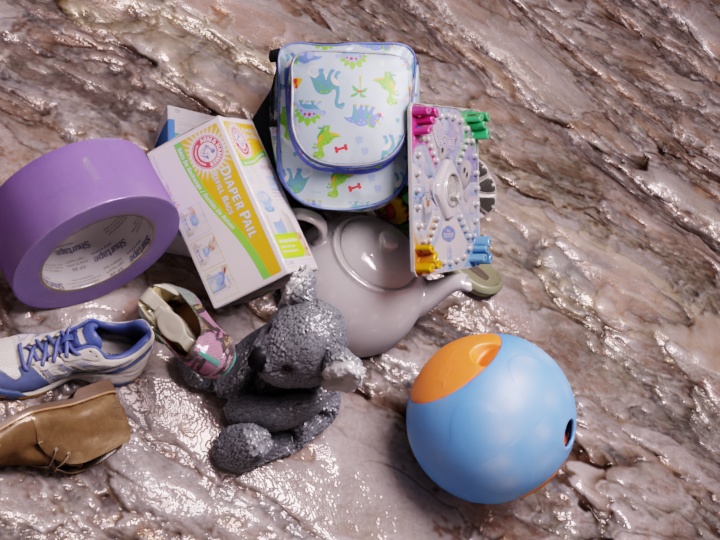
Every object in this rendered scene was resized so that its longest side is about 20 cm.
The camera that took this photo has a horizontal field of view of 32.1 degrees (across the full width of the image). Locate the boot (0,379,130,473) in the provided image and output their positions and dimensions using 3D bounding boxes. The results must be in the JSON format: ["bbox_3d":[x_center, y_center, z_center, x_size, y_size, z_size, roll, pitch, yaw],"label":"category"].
[{"bbox_3d":[-0.322,0.178,1.285,0.200,0.074,0.076,-20,77,-43],"label":"boot"}]

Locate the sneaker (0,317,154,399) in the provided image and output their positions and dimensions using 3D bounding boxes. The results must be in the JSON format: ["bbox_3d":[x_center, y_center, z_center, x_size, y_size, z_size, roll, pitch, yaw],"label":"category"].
[{"bbox_3d":[-0.319,0.082,1.348,0.200,0.088,0.075,-7,60,-33],"label":"sneaker"}]

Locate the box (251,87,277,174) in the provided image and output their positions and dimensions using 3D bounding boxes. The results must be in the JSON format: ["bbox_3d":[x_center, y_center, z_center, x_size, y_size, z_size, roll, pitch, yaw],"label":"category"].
[{"bbox_3d":[-0.064,-0.186,1.669,0.148,0.104,0.200,32,22,-6],"label":"box"}]

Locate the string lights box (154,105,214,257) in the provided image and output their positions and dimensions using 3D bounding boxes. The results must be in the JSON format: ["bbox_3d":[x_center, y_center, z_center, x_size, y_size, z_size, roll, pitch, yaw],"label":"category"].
[{"bbox_3d":[-0.206,-0.111,1.597,0.103,0.059,0.200,12,49,-23],"label":"string lights box"}]

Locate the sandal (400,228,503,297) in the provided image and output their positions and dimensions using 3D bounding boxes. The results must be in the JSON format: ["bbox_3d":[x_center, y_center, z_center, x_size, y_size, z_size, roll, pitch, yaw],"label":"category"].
[{"bbox_3d":[0.120,-0.042,1.738,0.201,0.057,0.080,34,44,2],"label":"sandal"}]

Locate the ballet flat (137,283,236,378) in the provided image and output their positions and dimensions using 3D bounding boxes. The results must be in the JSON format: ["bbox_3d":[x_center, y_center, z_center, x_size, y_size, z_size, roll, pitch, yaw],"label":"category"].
[{"bbox_3d":[-0.207,0.055,1.389,0.071,0.069,0.200,40,-3,-40],"label":"ballet flat"}]

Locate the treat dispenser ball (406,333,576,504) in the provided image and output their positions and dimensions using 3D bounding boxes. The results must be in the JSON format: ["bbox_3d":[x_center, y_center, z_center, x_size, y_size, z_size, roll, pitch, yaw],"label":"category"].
[{"bbox_3d":[0.154,0.174,1.478,0.201,0.201,0.201,17,47,-19],"label":"treat dispenser ball"}]

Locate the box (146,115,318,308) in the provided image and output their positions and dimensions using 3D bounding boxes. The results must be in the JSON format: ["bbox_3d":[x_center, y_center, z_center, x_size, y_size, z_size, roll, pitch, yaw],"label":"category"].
[{"bbox_3d":[-0.148,-0.069,1.459,0.200,0.101,0.112,66,16,4],"label":"box"}]

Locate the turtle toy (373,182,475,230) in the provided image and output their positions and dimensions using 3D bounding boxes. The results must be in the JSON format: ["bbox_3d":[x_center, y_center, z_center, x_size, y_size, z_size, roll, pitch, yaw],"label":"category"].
[{"bbox_3d":[0.071,-0.090,1.640,0.101,0.146,0.200,-45,108,-27],"label":"turtle toy"}]

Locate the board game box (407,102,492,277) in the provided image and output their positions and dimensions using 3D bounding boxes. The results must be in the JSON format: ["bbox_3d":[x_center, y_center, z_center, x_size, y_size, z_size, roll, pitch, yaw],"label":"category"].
[{"bbox_3d":[0.112,-0.098,1.513,0.200,0.026,0.200,-8,98,-62],"label":"board game box"}]

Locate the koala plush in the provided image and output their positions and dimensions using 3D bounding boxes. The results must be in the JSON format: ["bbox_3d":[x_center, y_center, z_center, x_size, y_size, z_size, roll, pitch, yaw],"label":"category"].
[{"bbox_3d":[-0.076,0.098,1.402,0.184,0.200,0.177,-8,59,-36],"label":"koala plush"}]

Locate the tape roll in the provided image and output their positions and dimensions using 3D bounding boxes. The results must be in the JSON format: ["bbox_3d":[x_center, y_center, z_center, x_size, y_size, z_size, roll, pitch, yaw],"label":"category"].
[{"bbox_3d":[-0.307,-0.050,1.385,0.200,0.200,0.085,-15,62,-39],"label":"tape roll"}]

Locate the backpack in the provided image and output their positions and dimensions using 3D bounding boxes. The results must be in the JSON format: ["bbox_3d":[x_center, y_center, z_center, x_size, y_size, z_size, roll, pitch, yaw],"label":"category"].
[{"bbox_3d":[-0.020,-0.170,1.493,0.183,0.147,0.200,1,93,-3],"label":"backpack"}]

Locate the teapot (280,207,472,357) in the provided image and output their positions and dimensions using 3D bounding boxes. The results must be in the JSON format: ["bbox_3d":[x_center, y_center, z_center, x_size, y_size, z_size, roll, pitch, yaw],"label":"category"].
[{"bbox_3d":[0.000,0.000,1.569,0.200,0.146,0.197,-20,66,-40],"label":"teapot"}]

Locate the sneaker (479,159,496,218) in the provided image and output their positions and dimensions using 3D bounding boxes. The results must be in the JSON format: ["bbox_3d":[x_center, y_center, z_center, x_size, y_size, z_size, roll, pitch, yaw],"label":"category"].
[{"bbox_3d":[0.135,-0.167,1.843,0.200,0.081,0.083,55,19,5],"label":"sneaker"}]
